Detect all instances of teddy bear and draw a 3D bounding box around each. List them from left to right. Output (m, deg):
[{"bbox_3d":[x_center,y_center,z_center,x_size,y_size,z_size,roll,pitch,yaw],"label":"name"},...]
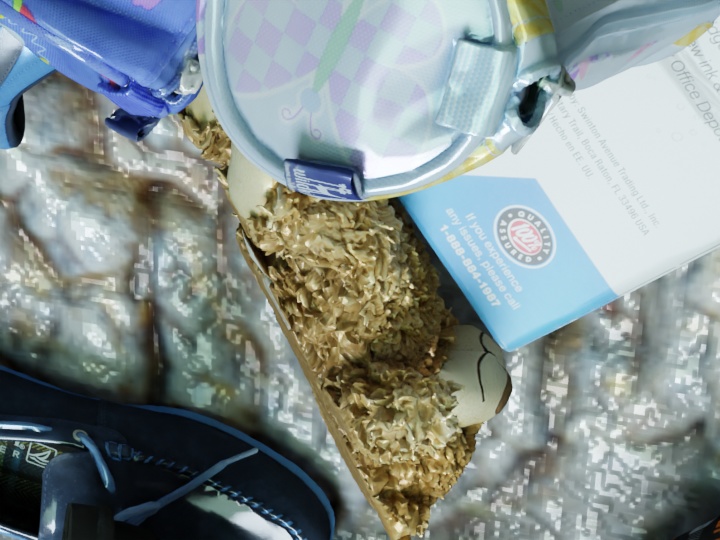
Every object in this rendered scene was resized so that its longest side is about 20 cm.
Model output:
[{"bbox_3d":[0.000,0.000,0.797,0.067,0.145,0.201,-28,111,-4],"label":"teddy bear"}]

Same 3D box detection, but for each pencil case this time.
[{"bbox_3d":[-0.035,-0.136,0.725,0.087,0.078,0.200,39,92,21],"label":"pencil case"},{"bbox_3d":[0.036,-0.077,0.615,0.090,0.200,0.084,9,108,21],"label":"pencil case"}]

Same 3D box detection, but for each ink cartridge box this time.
[{"bbox_3d":[0.096,-0.088,0.752,0.199,0.084,0.145,-28,103,27],"label":"ink cartridge box"}]

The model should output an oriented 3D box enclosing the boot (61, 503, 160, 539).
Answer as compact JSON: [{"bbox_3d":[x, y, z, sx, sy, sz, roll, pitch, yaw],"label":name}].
[{"bbox_3d":[-0.034,0.153,0.874,0.157,0.080,0.211,1,146,0],"label":"boot"}]

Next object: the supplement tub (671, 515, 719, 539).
[{"bbox_3d":[0.169,0.131,0.819,0.200,0.123,0.123,-31,104,27],"label":"supplement tub"}]

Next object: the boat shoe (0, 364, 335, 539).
[{"bbox_3d":[-0.112,0.091,0.914,0.199,0.069,0.085,13,119,10],"label":"boat shoe"}]

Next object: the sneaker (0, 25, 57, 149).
[{"bbox_3d":[-0.097,-0.122,0.811,0.078,0.066,0.200,31,121,-16],"label":"sneaker"}]
